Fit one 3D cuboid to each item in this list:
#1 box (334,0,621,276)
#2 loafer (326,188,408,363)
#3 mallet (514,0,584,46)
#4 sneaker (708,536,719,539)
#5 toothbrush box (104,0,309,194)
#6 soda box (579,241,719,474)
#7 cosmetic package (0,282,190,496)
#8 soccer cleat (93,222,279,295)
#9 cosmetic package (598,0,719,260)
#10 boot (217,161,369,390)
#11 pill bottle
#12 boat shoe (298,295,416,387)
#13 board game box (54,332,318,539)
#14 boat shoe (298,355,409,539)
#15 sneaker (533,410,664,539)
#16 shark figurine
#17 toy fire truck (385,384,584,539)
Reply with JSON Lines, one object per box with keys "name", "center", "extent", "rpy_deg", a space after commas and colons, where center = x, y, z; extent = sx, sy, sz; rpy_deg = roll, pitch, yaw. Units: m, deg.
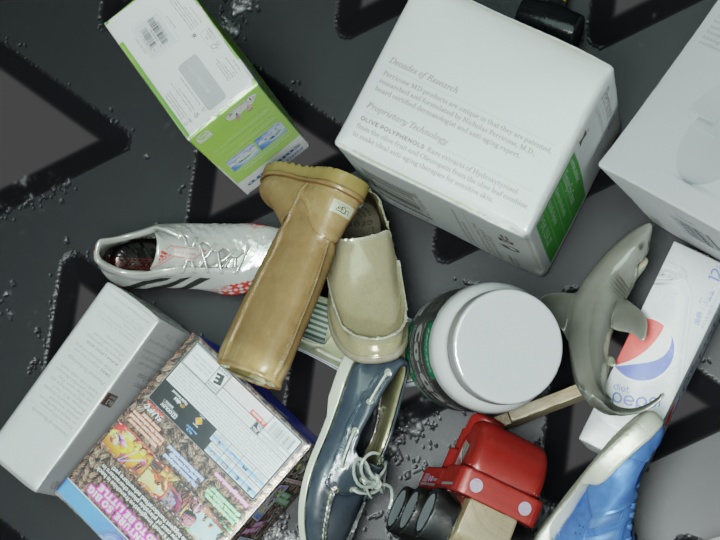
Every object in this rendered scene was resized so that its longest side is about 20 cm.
{"name": "box", "center": [0.113, -0.124, 1.608], "extent": [0.199, 0.199, 0.173], "rpy_deg": [26, 85, 14]}
{"name": "loafer", "center": [0.000, 0.000, 1.633], "extent": [0.075, 0.069, 0.201], "rpy_deg": [-9, 47, -4]}
{"name": "mallet", "center": [0.220, -0.302, 1.706], "extent": [0.065, 0.041, 0.201], "rpy_deg": [28, 82, 17]}
{"name": "sneaker", "center": [0.346, 0.287, 1.519], "extent": [0.198, 0.074, 0.116], "rpy_deg": [-21, 47, 7]}
{"name": "toothbrush box", "center": [-0.141, -0.174, 1.674], "extent": [0.086, 0.200, 0.146], "rpy_deg": [-38, 74, 4]}
{"name": "soda box", "center": [0.270, 0.080, 1.600], "extent": [0.063, 0.068, 0.202], "rpy_deg": [26, 86, 16]}
{"name": "cosmetic package", "center": [-0.258, 0.117, 1.694], "extent": [0.074, 0.102, 0.201], "rpy_deg": [33, 88, 18]}
{"name": "soccer cleat", "center": [-0.161, -0.014, 1.706], "extent": [0.198, 0.085, 0.069], "rpy_deg": [-1, 78, 13]}
{"name": "cosmetic package", "center": [0.357, -0.109, 1.553], "extent": [0.201, 0.123, 0.199], "rpy_deg": [-54, 44, -1]}
{"name": "boot", "center": [-0.081, 0.002, 1.622], "extent": [0.066, 0.175, 0.202], "rpy_deg": [28, 80, -22]}
{"name": "pill bottle", "center": [0.108, 0.068, 1.549], "extent": [0.112, 0.200, 0.115], "rpy_deg": [1, 86, -8]}
{"name": "boat shoe", "center": [-0.018, 0.062, 1.670], "extent": [0.198, 0.062, 0.073], "rpy_deg": [14, 82, 14]}
{"name": "board game box", "center": [-0.154, 0.190, 1.657], "extent": [0.159, 0.097, 0.200], "rpy_deg": [42, 90, 17]}
{"name": "boat shoe", "center": [-0.002, 0.171, 1.607], "extent": [0.061, 0.075, 0.202], "rpy_deg": [11, 79, 32]}
{"name": "sneaker", "center": [0.225, 0.224, 1.528], "extent": [0.111, 0.077, 0.201], "rpy_deg": [39, 104, 8]}
{"name": "shark figurine", "center": [0.196, 0.058, 1.561], "extent": [0.089, 0.128, 0.216], "rpy_deg": [29, 46, -20]}
{"name": "toy fire truck", "center": [0.130, 0.167, 1.565], "extent": [0.128, 0.176, 0.202], "rpy_deg": [25, 80, -7]}
